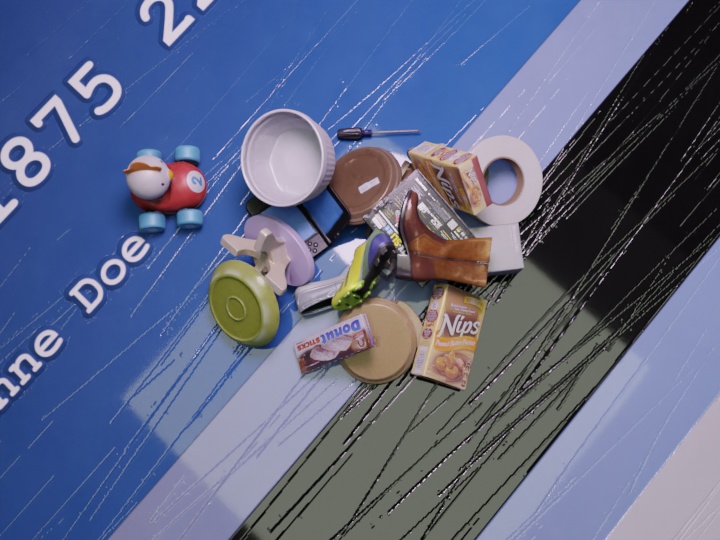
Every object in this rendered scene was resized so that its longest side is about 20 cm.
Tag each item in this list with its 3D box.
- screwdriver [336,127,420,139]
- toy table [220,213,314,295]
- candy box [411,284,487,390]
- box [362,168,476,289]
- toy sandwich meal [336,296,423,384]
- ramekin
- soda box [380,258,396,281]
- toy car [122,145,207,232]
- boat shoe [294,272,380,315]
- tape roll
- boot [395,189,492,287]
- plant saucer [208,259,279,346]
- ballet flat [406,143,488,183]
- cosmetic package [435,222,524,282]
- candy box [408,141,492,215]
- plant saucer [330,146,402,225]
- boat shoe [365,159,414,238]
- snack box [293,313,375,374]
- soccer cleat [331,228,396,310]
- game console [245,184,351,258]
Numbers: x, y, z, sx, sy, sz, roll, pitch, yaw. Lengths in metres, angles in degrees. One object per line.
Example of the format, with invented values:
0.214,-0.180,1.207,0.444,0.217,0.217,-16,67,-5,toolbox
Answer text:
0.043,-0.323,1.722,0.196,0.029,0.028,-1,79,-2,screwdriver
-0.208,-0.029,1.602,0.198,0.117,0.186,29,122,22,toy table
0.193,0.143,1.584,0.114,0.055,0.203,21,80,-26,candy box
0.126,-0.089,1.571,0.159,0.049,0.200,-42,87,1,box
0.039,0.149,1.617,0.201,0.070,0.209,0,90,6,toy sandwich meal
-0.146,-0.238,1.569,0.197,0.105,0.204,2,96,21,ramekin
0.102,-0.073,1.649,0.063,0.068,0.200,40,82,9,soda box
-0.443,-0.200,1.626,0.174,0.200,0.188,-5,80,1,toy car
-0.048,0.057,1.627,0.197,0.070,0.073,-14,62,6,boat shoe
0.312,-0.200,1.644,0.199,0.037,0.207,-2,97,-15,tape roll
0.175,-0.066,1.512,0.196,0.068,0.192,3,86,1,boot
-0.263,0.078,1.591,0.197,0.031,0.203,13,115,30,plant saucer
0.205,-0.250,1.688,0.197,0.068,0.076,24,60,0,ballet flat
0.257,-0.039,1.630,0.196,0.090,0.109,-8,82,4,cosmetic package
0.189,-0.200,1.565,0.055,0.200,0.117,-33,119,-14,candy box
-0.002,-0.198,1.655,0.197,0.029,0.203,-11,62,20,plant saucer
0.082,-0.151,1.663,0.067,0.072,0.202,30,87,2,boat shoe
-0.059,0.160,1.585,0.198,0.024,0.073,-25,76,32,snack box
0.001,0.000,1.555,0.201,0.064,0.084,-52,49,21,soccer cleat
-0.143,-0.133,1.643,0.171,0.119,0.201,-35,80,-11,game console
